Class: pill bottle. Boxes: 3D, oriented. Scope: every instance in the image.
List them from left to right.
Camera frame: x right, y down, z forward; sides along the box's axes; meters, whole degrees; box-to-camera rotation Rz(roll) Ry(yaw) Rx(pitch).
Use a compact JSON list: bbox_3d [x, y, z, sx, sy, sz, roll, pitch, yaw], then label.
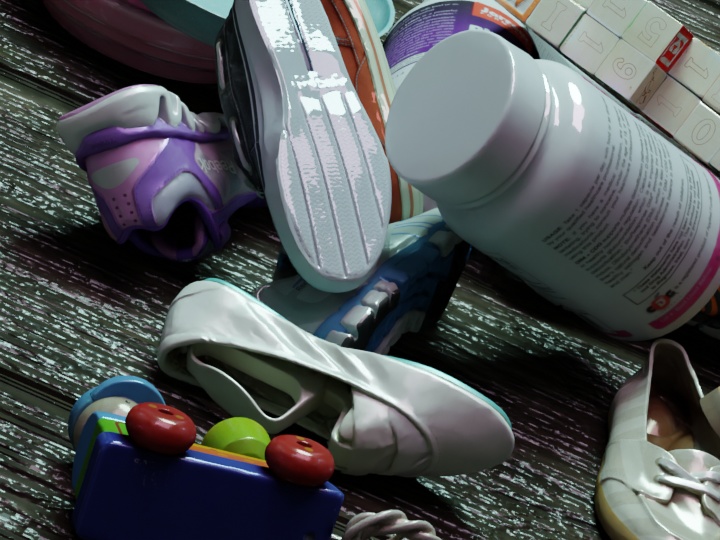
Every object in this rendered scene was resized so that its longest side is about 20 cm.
[{"bbox_3d":[0.061,-0.109,1.869,0.111,0.112,0.200,21,26,-4],"label":"pill bottle"},{"bbox_3d":[0.113,-0.049,1.657,0.200,0.113,0.113,32,16,-39],"label":"pill bottle"}]

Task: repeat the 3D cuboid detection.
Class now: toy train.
[{"bbox_3d":[-0.046,0.109,1.424,0.199,0.085,0.116,14,14,-18],"label":"toy train"}]

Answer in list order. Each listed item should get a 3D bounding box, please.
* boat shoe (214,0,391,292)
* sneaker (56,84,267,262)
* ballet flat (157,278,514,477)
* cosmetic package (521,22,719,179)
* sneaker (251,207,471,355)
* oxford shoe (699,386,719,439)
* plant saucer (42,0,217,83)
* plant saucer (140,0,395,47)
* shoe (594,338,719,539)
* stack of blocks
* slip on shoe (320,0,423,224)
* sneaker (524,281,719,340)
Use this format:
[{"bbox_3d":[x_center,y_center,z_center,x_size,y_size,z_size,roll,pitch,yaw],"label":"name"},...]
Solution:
[{"bbox_3d":[-0.034,-0.069,1.633,0.072,0.071,0.201,3,60,-26],"label":"boat shoe"},{"bbox_3d":[-0.097,-0.045,1.672,0.200,0.080,0.089,9,61,-62],"label":"sneaker"},{"bbox_3d":[-0.019,0.070,1.538,0.199,0.070,0.069,24,26,12],"label":"ballet flat"},{"bbox_3d":[0.180,-0.088,1.966,0.112,0.081,0.200,9,31,-27],"label":"cosmetic package"},{"bbox_3d":[0.000,0.000,1.666,0.086,0.075,0.200,25,25,17],"label":"sneaker"},{"bbox_3d":[0.251,0.074,1.688,0.071,0.071,0.200,54,13,5],"label":"oxford shoe"},{"bbox_3d":[-0.132,-0.182,1.921,0.200,0.051,0.201,19,26,-10],"label":"plant saucer"},{"bbox_3d":[-0.076,-0.182,1.870,0.199,0.036,0.200,19,27,-10],"label":"plant saucer"},{"bbox_3d":[0.168,0.104,1.623,0.070,0.054,0.200,19,26,-9],"label":"shoe"},{"bbox_3d":[0.187,-0.125,1.832,0.200,0.059,0.115,40,5,21],"label":"stack of blocks"},{"bbox_3d":[-0.019,-0.115,1.744,0.061,0.074,0.201,-14,71,-12],"label":"slip on shoe"},{"bbox_3d":[0.195,-0.018,1.789,0.199,0.112,0.078,10,65,-24],"label":"sneaker"}]
